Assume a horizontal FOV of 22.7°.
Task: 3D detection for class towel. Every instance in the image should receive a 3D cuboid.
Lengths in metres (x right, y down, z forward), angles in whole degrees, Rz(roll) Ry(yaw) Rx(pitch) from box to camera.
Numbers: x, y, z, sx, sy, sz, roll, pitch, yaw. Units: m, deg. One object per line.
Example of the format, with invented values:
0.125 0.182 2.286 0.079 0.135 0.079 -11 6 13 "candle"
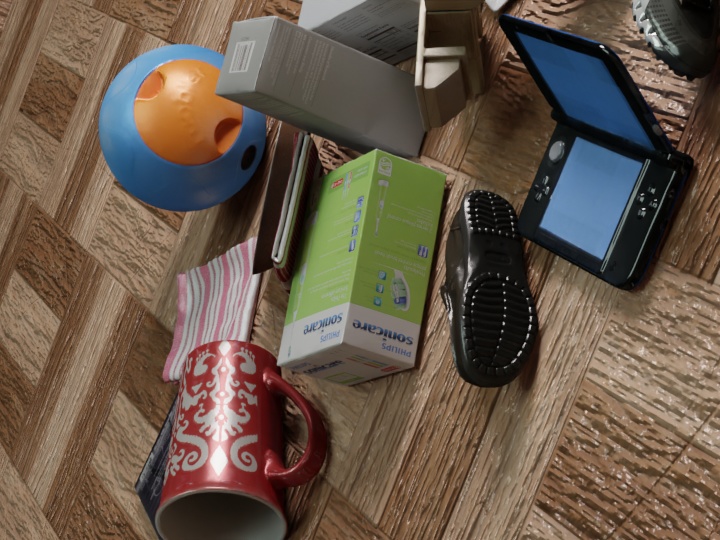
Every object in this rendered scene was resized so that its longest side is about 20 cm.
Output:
-0.065 -0.049 1.872 0.200 0.023 0.144 73 -152 -75 "towel"
-0.177 0.050 2.137 0.200 0.030 0.147 -25 53 56 "towel"

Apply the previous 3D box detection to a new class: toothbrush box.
0.000 0.000 1.761 0.146 0.086 0.200 -23 52 59 "toothbrush box"

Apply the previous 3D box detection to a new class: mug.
-0.118 0.182 1.871 0.134 0.177 0.200 83 -174 -49 "mug"

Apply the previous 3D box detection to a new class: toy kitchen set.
0.144 -0.221 1.648 0.200 0.180 0.163 75 -162 -57 "toy kitchen set"

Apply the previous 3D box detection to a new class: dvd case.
-0.207 0.236 2.088 0.149 0.016 0.200 -64 26 11 "dvd case"

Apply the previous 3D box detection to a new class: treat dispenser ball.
-0.213 -0.170 2.156 0.201 0.201 0.201 -42 39 45 "treat dispenser ball"

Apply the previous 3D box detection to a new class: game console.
0.167 -0.099 1.469 0.171 0.118 0.200 -68 26 7 "game console"

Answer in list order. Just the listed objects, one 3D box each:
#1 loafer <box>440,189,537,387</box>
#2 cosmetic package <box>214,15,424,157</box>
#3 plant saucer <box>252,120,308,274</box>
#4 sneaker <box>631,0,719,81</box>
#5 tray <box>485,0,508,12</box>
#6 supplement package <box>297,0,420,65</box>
0.108 0.025 1.570 0.071 0.073 0.200 124 156 -48 "loafer"
-0.034 -0.183 1.824 0.107 0.200 0.090 6 81 61 "cosmetic package"
-0.084 -0.090 1.973 0.200 0.034 0.201 -168 90 -88 "plant saucer"
0.263 -0.245 1.436 0.091 0.066 0.200 -47 33 44 "sneaker"
0.162 -0.348 1.709 0.107 0.022 0.200 56 133 12 "tray"
0.037 -0.317 1.872 0.200 0.111 0.156 -13 62 59 "supplement package"
